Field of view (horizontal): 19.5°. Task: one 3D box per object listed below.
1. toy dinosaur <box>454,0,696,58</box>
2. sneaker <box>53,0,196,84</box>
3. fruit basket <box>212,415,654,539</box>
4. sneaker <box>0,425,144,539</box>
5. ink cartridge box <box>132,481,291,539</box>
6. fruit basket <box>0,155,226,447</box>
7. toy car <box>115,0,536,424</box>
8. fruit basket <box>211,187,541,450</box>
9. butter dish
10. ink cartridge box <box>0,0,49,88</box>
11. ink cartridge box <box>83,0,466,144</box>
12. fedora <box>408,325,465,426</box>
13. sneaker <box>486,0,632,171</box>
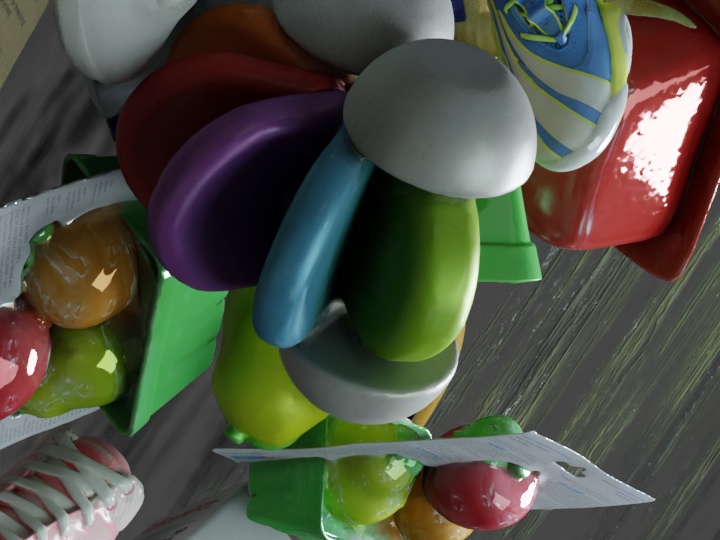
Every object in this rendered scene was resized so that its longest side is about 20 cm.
[{"bbox_3d":[0.082,-0.167,1.176,0.058,0.198,0.102,125,-36,-72],"label":"toy dinosaur"},{"bbox_3d":[-0.061,-0.148,0.846,0.075,0.088,0.201,-46,163,-53],"label":"sneaker"},{"bbox_3d":[0.044,0.112,1.196,0.185,0.198,0.095,30,53,-56],"label":"fruit basket"},{"bbox_3d":[-0.183,0.132,1.127,0.105,0.075,0.200,-54,163,8],"label":"sneaker"},{"bbox_3d":[-0.138,0.224,1.235,0.200,0.085,0.144,-39,-174,-32],"label":"ink cartridge box"},{"bbox_3d":[-0.162,0.021,1.025,0.199,0.094,0.186,-17,144,-28],"label":"fruit basket"},{"bbox_3d":[-0.027,-0.040,0.906,0.149,0.201,0.176,-1,130,-29],"label":"toy car"},{"bbox_3d":[0.000,0.000,1.125,0.154,0.217,0.217,2,130,-11],"label":"fruit basket"},{"bbox_3d":[0.111,-0.099,1.241,0.147,0.199,0.201,-23,144,-35],"label":"butter dish"},{"bbox_3d":[-0.197,-0.111,0.766,0.200,0.074,0.166,70,42,-63],"label":"ink cartridge box"},{"bbox_3d":[-0.043,-0.144,0.974,0.198,0.041,0.201,-21,142,-5],"label":"ink cartridge box"},{"bbox_3d":[-0.017,0.072,1.341,0.200,0.082,0.201,-41,153,-26],"label":"fedora"},{"bbox_3d":[0.077,-0.151,1.053,0.075,0.202,0.105,-25,147,37],"label":"sneaker"}]
